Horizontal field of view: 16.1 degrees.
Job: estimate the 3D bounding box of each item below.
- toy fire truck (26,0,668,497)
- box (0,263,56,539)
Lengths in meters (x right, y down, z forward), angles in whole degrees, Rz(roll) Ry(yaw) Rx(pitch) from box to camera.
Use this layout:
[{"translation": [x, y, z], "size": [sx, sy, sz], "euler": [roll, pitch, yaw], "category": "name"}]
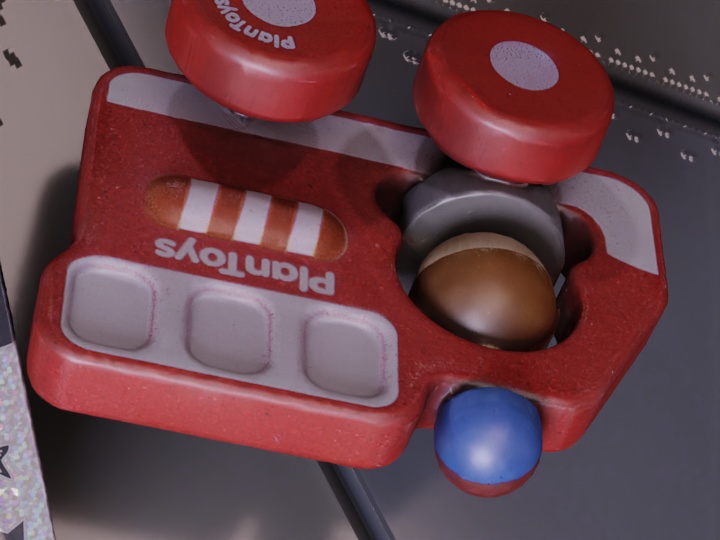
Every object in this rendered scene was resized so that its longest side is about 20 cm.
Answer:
[{"translation": [0.000, 0.000, 0.803], "size": [0.199, 0.113, 0.169], "euler": [14, 42, -10], "category": "toy fire truck"}, {"translation": [-0.162, 0.034, 0.781], "size": [0.114, 0.132, 0.202], "euler": [-11, 82, -14], "category": "box"}]
